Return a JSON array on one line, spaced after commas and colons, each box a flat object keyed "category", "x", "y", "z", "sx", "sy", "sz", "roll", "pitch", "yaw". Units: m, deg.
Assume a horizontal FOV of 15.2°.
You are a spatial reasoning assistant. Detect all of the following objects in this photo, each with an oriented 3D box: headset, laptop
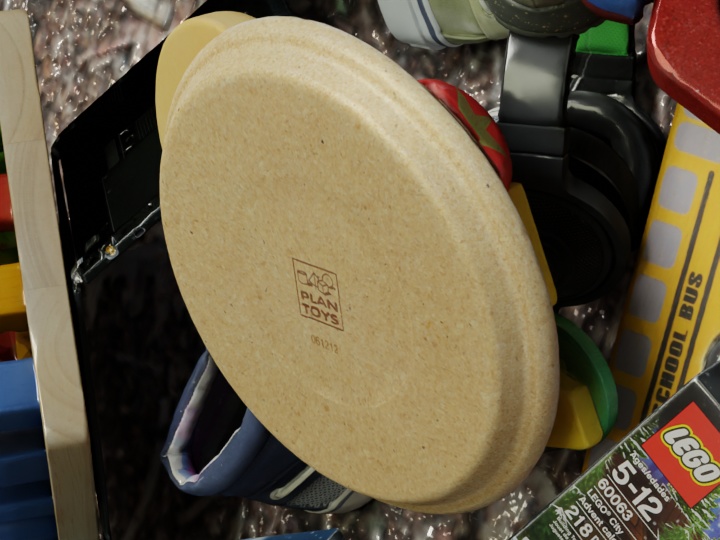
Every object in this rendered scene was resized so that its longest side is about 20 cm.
[{"category": "headset", "x": 0.062, "y": -0.027, "z": 0.998, "sx": 0.094, "sy": 0.124, "sz": 0.200, "roll": 6, "pitch": 108, "yaw": 16}, {"category": "laptop", "x": -0.075, "y": -0.013, "z": 1.154, "sx": 0.200, "sy": 0.103, "sz": 0.177, "roll": -41, "pitch": 22, "yaw": 7}]

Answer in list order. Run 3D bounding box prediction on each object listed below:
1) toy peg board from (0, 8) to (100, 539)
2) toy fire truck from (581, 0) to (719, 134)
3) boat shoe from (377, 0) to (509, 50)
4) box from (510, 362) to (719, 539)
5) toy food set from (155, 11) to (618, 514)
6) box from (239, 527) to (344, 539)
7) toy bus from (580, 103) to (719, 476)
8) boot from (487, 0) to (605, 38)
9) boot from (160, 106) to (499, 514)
[{"category": "toy peg board", "x": -0.173, "y": 0.028, "z": 1.159, "sx": 0.200, "sy": 0.098, "sz": 0.199, "roll": 95, "pitch": 165, "yaw": -63}, {"category": "toy fire truck", "x": 0.159, "y": -0.117, "z": 0.860, "sx": 0.168, "sy": 0.112, "sz": 0.200, "roll": 12, "pitch": 77, "yaw": 9}, {"category": "boat shoe", "x": 0.028, "y": -0.181, "z": 1.057, "sx": 0.062, "sy": 0.072, "sz": 0.200, "roll": 1, "pitch": 124, "yaw": 28}, {"category": "box", "x": 0.138, "y": 0.146, "z": 0.899, "sx": 0.200, "sy": 0.038, "sz": 0.137, "roll": 51, "pitch": 124, "yaw": 10}, {"category": "toy food set", "x": 0.000, "y": 0.000, "z": 0.966, "sx": 0.200, "sy": 0.049, "sz": 0.198, "roll": 1, "pitch": 115, "yaw": 49}, {"category": "box", "x": -0.059, "y": 0.179, "z": 1.100, "sx": 0.200, "sy": 0.038, "sz": 0.137, "roll": -12, "pitch": 111, "yaw": 43}, {"category": "toy bus", "x": 0.144, "y": -0.005, "z": 0.956, "sx": 0.078, "sy": 0.065, "sz": 0.200, "roll": 20, "pitch": 99, "yaw": 46}, {"category": "boot", "x": 0.071, "y": -0.188, "z": 0.900, "sx": 0.068, "sy": 0.131, "sz": 0.200, "roll": 4, "pitch": 66, "yaw": 15}, {"category": "boot", "x": 0.002, "y": 0.017, "z": 1.075, "sx": 0.073, "sy": 0.090, "sz": 0.200, "roll": 47, "pitch": 117, "yaw": 38}]
